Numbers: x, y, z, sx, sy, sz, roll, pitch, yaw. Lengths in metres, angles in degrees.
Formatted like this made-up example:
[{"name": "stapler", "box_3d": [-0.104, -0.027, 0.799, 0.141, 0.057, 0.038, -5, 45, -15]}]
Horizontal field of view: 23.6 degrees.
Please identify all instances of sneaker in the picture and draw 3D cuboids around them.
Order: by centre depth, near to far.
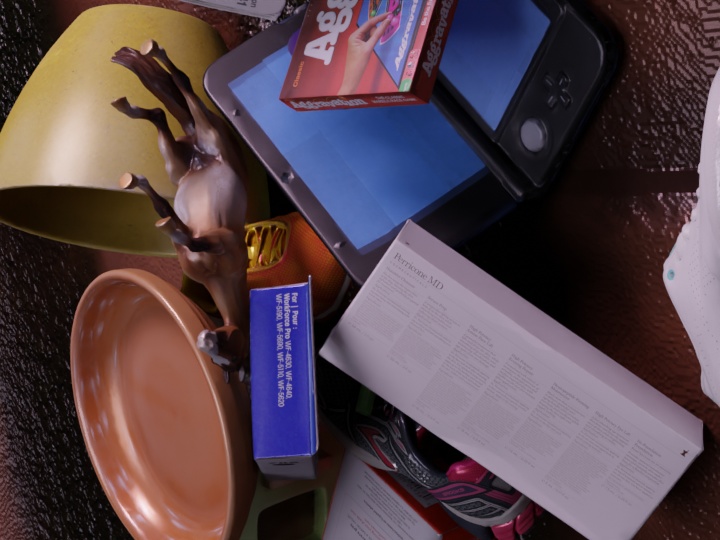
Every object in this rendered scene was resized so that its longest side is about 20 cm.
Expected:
[{"name": "sneaker", "box_3d": [0.187, -0.015, 0.878, 0.088, 0.075, 0.201, 20, 120, 59]}, {"name": "sneaker", "box_3d": [0.035, 0.088, 1.069, 0.200, 0.081, 0.075, 29, 166, 44]}, {"name": "sneaker", "box_3d": [-0.059, -0.001, 1.112, 0.200, 0.077, 0.073, -28, 52, 57]}]

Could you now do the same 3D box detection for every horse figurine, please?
[{"name": "horse figurine", "box_3d": [-0.100, -0.049, 1.019, 0.050, 0.133, 0.200, -23, 53, 14]}]

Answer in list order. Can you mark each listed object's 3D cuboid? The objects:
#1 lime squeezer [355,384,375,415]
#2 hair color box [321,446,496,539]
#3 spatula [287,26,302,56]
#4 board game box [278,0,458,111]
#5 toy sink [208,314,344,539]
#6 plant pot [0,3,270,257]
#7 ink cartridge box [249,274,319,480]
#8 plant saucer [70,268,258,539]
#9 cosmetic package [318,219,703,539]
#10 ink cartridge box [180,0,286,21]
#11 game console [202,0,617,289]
[{"name": "lime squeezer", "box_3d": [0.000, 0.000, 1.101, 0.071, 0.038, 0.200, -33, 41, 13]}, {"name": "hair color box", "box_3d": [0.022, 0.214, 1.168, 0.101, 0.061, 0.200, 41, 131, 35]}, {"name": "spatula", "box_3d": [0.039, -0.178, 0.972, 0.200, 0.021, 0.057, -45, 60, 21]}, {"name": "board game box", "box_3d": [0.022, -0.184, 0.959, 0.103, 0.019, 0.200, 1, 69, 46]}, {"name": "toy sink", "box_3d": [-0.077, 0.129, 1.205, 0.112, 0.130, 0.200, 20, 117, 46]}, {"name": "plant pot", "box_3d": [-0.153, -0.099, 1.192, 0.200, 0.200, 0.142, -9, 71, 52]}, {"name": "ink cartridge box", "box_3d": [-0.044, 0.068, 1.016, 0.200, 0.039, 0.100, 101, 167, -78]}, {"name": "plant saucer", "box_3d": [-0.123, 0.094, 1.107, 0.200, 0.037, 0.201, 27, 125, 48]}, {"name": "cosmetic package", "box_3d": [0.084, 0.064, 0.953, 0.200, 0.051, 0.083, 35, 112, 0]}, {"name": "ink cartridge box", "box_3d": [-0.062, -0.267, 0.975, 0.148, 0.085, 0.200, 108, 172, -52]}, {"name": "game console", "box_3d": [0.022, -0.119, 0.999, 0.200, 0.118, 0.171, 51, 138, 26]}]
